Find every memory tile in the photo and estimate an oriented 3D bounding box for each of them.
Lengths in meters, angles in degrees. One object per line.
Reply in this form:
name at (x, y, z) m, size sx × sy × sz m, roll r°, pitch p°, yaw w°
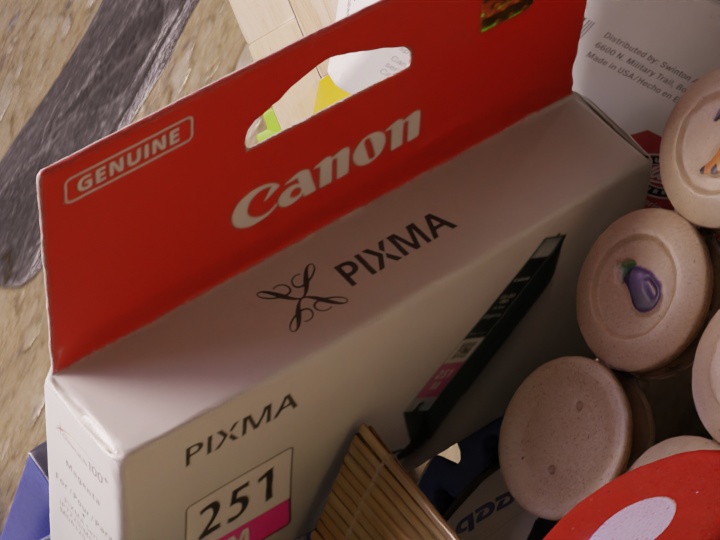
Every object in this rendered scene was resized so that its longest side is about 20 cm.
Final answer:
memory tile at (0.126, 0.007, 0.819) m, size 0.153 × 0.017 × 0.200 m, roll 38°, pitch 105°, yaw 43°

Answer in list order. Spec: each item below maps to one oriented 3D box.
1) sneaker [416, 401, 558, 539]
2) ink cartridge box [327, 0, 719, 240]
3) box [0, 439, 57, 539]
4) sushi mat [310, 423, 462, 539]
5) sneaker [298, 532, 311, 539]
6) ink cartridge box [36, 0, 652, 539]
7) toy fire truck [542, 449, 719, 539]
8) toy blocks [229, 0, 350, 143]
sneaker at (0.033, 0.140, 0.900) m, size 0.200 × 0.080 × 0.115 m, roll -64°, pitch 19°, yaw 1°
ink cartridge box at (0.104, -0.114, 0.902) m, size 0.200 × 0.147 × 0.083 m, roll -47°, pitch 26°, yaw 40°
box at (-0.056, 0.063, 0.970) m, size 0.200 × 0.032 × 0.121 m, roll -30°, pitch -15°, yaw -25°
sushi mat at (0.037, 0.145, 0.838) m, size 0.200 × 0.012 × 0.096 m, roll 49°, pitch 124°, yaw 34°
sneaker at (-0.013, 0.098, 1.081) m, size 0.200 × 0.088 × 0.075 m, roll -73°, pitch -19°, yaw -53°
ink cartridge box at (0.000, 0.000, 0.855) m, size 0.044 × 0.200 × 0.174 m, roll 47°, pitch 152°, yaw 28°
toy fire truck at (0.144, 0.081, 0.670) m, size 0.168 × 0.112 × 0.200 m, roll -34°, pitch 18°, yaw -9°
toy blocks at (0.020, -0.132, 1.072) m, size 0.200 × 0.100 × 0.137 m, roll -26°, pitch 82°, yaw 33°
